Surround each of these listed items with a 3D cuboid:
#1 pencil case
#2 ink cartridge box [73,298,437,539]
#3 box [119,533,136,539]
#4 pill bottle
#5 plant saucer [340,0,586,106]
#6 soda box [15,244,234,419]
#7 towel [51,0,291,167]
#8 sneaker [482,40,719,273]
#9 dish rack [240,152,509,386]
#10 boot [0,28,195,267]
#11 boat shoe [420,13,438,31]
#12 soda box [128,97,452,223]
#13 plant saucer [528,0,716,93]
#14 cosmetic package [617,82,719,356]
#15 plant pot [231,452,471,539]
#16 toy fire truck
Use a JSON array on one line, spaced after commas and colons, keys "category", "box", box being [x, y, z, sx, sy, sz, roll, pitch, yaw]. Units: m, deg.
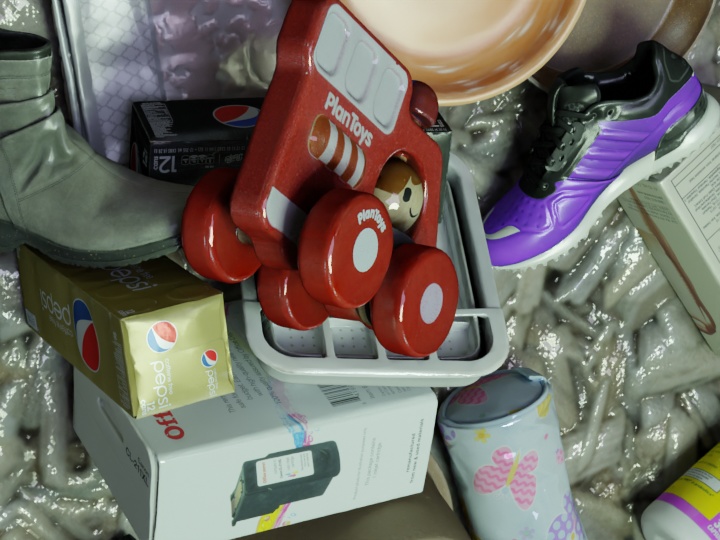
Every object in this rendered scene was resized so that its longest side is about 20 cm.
[{"category": "pencil case", "box": [0.121, 0.173, 1.575, 0.090, 0.083, 0.202, -20, 112, -4]}, {"category": "ink cartridge box", "box": [-0.073, 0.092, 1.409, 0.198, 0.146, 0.083, -11, 128, -25]}, {"category": "box", "box": [-0.136, 0.303, 1.447, 0.114, 0.132, 0.201, -33, 116, -12]}, {"category": "pill bottle", "box": [0.319, 0.165, 1.667, 0.200, 0.104, 0.105, -40, 118, -14]}, {"category": "plant saucer", "box": [0.054, -0.206, 1.374, 0.198, 0.037, 0.202, -5, 107, -17]}, {"category": "soda box", "box": [-0.147, 0.025, 1.327, 0.067, 0.200, 0.065, -14, 111, -23]}, {"category": "towel", "box": [-0.102, -0.170, 1.373, 0.189, 0.032, 0.202, -13, 112, -12]}, {"category": "sneaker", "box": [0.148, -0.089, 1.509, 0.200, 0.070, 0.100, -38, 126, 2]}, {"category": "dish rack", "box": [0.000, 0.000, 1.412, 0.170, 0.201, 0.044, 1, 140, -12]}, {"category": "boot", "box": [-0.182, -0.076, 1.296, 0.068, 0.198, 0.132, -42, 129, -52]}, {"category": "boat shoe", "box": [0.034, -0.174, 1.433, 0.072, 0.066, 0.201, 38, 94, -17]}, {"category": "soda box", "box": [-0.046, -0.068, 1.377, 0.198, 0.063, 0.071, -3, 120, -16]}, {"category": "plant saucer", "box": [0.167, -0.219, 1.527, 0.199, 0.034, 0.202, -8, 108, -26]}, {"category": "cosmetic package", "box": [0.275, -0.030, 1.602, 0.103, 0.087, 0.201, -41, 117, -14]}, {"category": "plant pot", "box": [0.005, 0.206, 1.472, 0.199, 0.174, 0.202, -7, 106, -27]}, {"category": "toy fire truck", "box": [-0.004, -0.051, 1.283, 0.200, 0.111, 0.169, 36, 70, -53]}]
